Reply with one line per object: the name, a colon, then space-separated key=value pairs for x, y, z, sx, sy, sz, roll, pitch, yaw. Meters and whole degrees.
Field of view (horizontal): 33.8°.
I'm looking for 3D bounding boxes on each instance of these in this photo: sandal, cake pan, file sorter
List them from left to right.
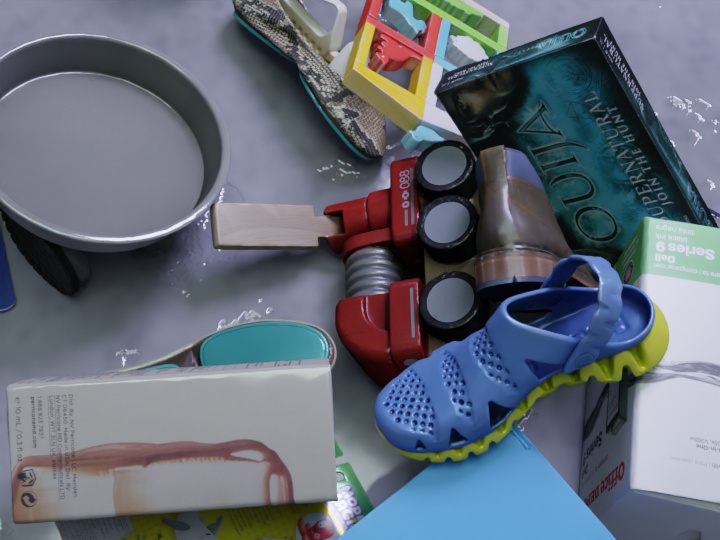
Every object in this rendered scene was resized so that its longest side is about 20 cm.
cake pan: x=-0.198 y=-0.095 z=0.894 sx=0.199 sy=0.037 sz=0.201 roll=11 pitch=54 yaw=-15
file sorter: x=0.054 y=0.219 z=0.769 sx=0.200 sy=0.123 sz=0.139 roll=-35 pitch=71 yaw=-19
sandal: x=0.096 y=0.048 z=0.745 sx=0.199 sy=0.087 sz=0.080 roll=-28 pitch=49 yaw=-3

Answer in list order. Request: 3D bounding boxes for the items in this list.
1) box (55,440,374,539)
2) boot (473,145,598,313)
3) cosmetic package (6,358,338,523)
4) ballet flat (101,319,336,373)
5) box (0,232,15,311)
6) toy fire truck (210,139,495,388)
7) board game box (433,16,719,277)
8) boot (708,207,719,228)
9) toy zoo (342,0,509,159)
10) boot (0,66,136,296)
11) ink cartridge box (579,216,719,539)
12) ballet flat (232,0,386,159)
box: x=-0.095 y=0.179 z=0.814 sx=0.199 sy=0.048 sz=0.118 roll=-24 pitch=61 yaw=-13
boot: x=0.130 y=-0.023 z=0.853 sx=0.074 sy=0.200 sz=0.098 roll=-9 pitch=79 yaw=20
cosmetic package: x=-0.115 y=0.107 z=0.761 sx=0.198 sy=0.103 sz=0.088 roll=-4 pitch=87 yaw=-1
ballet flat: x=-0.113 y=0.084 z=0.851 sx=0.199 sy=0.070 sz=0.070 roll=-12 pitch=65 yaw=-3
box: x=-0.373 y=-0.004 z=0.896 sx=0.199 sy=0.032 sz=0.122 roll=-15 pitch=66 yaw=-13
toy fire truck: x=0.000 y=0.000 z=0.889 sx=0.199 sy=0.129 sz=0.177 roll=-11 pitch=58 yaw=17
board game box: x=0.159 y=-0.078 z=0.865 sx=0.200 sy=0.135 sz=0.028 roll=53 pitch=44 yaw=-27
boot: x=0.236 y=-0.042 z=0.931 sx=0.199 sy=0.090 sz=0.073 roll=17 pitch=63 yaw=4
toy zoo: x=0.056 y=-0.169 z=0.965 sx=0.131 sy=0.020 sz=0.201 roll=28 pitch=46 yaw=-15
boot: x=-0.229 y=-0.088 z=0.933 sx=0.131 sy=0.070 sz=0.201 roll=-27 pitch=76 yaw=-26
ink cartridge box: x=0.214 y=0.087 z=0.834 sx=0.083 sy=0.146 sz=0.201 roll=10 pitch=63 yaw=0
ballet flat: x=-0.031 y=-0.185 z=0.985 sx=0.200 sy=0.075 sz=0.068 roll=51 pitch=25 yaw=20
